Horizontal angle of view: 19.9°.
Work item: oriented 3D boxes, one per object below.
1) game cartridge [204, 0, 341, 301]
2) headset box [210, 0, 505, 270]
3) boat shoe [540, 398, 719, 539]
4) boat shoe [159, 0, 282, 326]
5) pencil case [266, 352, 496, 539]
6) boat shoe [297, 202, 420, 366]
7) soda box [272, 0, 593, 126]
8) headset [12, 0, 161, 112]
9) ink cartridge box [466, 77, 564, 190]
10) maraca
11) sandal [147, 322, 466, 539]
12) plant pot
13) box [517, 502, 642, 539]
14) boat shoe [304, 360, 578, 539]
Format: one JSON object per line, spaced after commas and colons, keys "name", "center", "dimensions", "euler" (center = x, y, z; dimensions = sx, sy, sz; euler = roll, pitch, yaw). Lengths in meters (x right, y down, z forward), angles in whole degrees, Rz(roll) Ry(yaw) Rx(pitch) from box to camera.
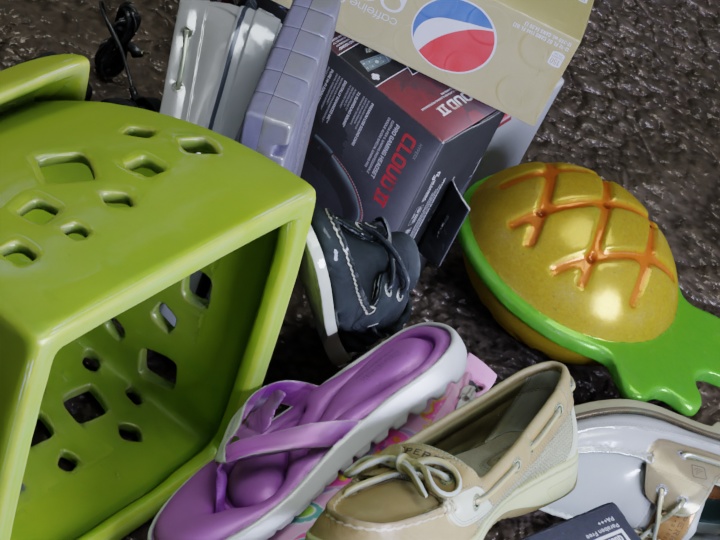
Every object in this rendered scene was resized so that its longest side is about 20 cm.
{"name": "game cartridge", "center": [-0.055, -0.043, 1.131], "dimensions": [0.038, 0.200, 0.130], "euler": [14, 41, -2]}
{"name": "headset box", "center": [-0.013, -0.084, 1.234], "dimensions": [0.200, 0.149, 0.075], "euler": [42, 43, 15]}
{"name": "boat shoe", "center": [0.173, 0.125, 1.176], "dimensions": [0.199, 0.075, 0.068], "euler": [5, 40, -25]}
{"name": "boat shoe", "center": [-0.102, -0.057, 1.162], "dimensions": [0.067, 0.074, 0.201], "euler": [17, 80, 0]}
{"name": "pencil case", "center": [0.009, 0.122, 1.083], "dimensions": [0.087, 0.088, 0.200], "euler": [32, 42, 6]}
{"name": "boat shoe", "center": [0.001, 0.002, 1.119], "dimensions": [0.066, 0.199, 0.075], "euler": [-20, 69, -2]}
{"name": "soda box", "center": [0.029, -0.164, 1.173], "dimensions": [0.200, 0.068, 0.064], "euler": [25, 40, -3]}
{"name": "headset", "center": [-0.167, -0.077, 1.222], "dimensions": [0.123, 0.094, 0.200], "euler": [23, 56, -13]}
{"name": "ink cartridge box", "center": [0.009, -0.134, 1.346], "dimensions": [0.200, 0.084, 0.144], "euler": [41, 43, 16]}
{"name": "maraca", "center": [0.143, 0.010, 1.252], "dimensions": [0.200, 0.107, 0.137], "euler": [44, 46, 18]}
{"name": "sandal", "center": [-0.035, 0.078, 1.054], "dimensions": [0.202, 0.050, 0.082], "euler": [-36, 25, -26]}
{"name": "plant pot", "center": [-0.167, 0.018, 1.019], "dimensions": [0.181, 0.199, 0.200], "euler": [36, 41, 20]}
{"name": "box", "center": [0.088, 0.245, 0.969], "dimensions": [0.200, 0.123, 0.199], "euler": [-15, 55, -36]}
{"name": "boat shoe", "center": [0.044, 0.096, 0.998], "dimensions": [0.073, 0.063, 0.200], "euler": [15, 20, 37]}
